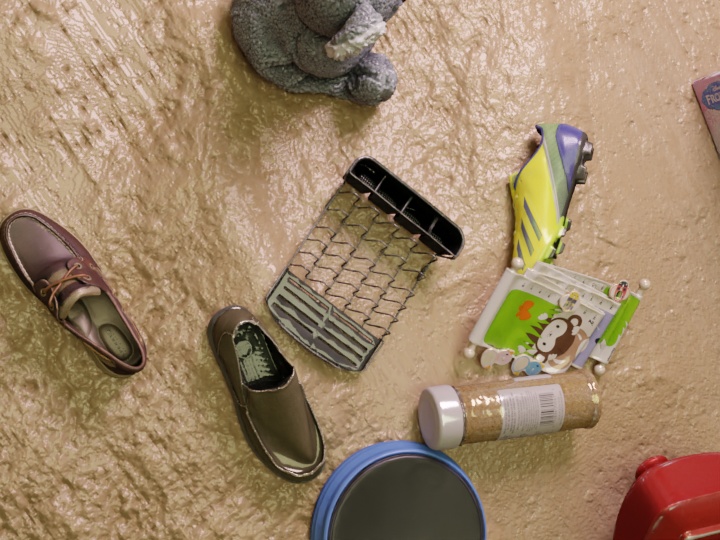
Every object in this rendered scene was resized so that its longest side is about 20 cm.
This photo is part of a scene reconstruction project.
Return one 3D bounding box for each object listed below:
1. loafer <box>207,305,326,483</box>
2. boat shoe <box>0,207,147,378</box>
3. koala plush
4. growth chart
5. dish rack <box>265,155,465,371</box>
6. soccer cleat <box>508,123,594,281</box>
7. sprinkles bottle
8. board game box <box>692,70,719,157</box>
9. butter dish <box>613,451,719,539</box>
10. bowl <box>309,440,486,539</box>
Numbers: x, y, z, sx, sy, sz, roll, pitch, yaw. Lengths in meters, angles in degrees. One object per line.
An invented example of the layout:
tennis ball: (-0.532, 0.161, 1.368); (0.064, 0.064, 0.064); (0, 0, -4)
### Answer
loafer: (-0.094, 0.130, 1.156); (0.075, 0.070, 0.201); (-32, 97, -17)
boat shoe: (-0.276, 0.021, 1.099); (0.072, 0.072, 0.201); (-37, 99, -16)
koala plush: (-0.026, -0.266, 1.129); (0.182, 0.200, 0.179); (-2, 88, -18)
growth chart: (0.218, 0.058, 1.265); (0.198, 0.018, 0.146); (11, 110, -24)
dish rack: (0.000, 0.000, 1.203); (0.153, 0.054, 0.201); (37, 77, -13)
soccer cleat: (0.200, -0.070, 1.279); (0.083, 0.065, 0.202); (19, 86, 15)
sprinkles bottle: (0.165, 0.152, 1.243); (0.198, 0.068, 0.069); (-4, 89, -19)
board game box: (0.486, -0.149, 1.296); (0.041, 0.200, 0.201); (-24, 94, -17)
butter dish: (0.362, 0.272, 1.271); (0.198, 0.148, 0.201); (-8, 130, -20)
bowl: (0.045, 0.285, 1.212); (0.199, 0.039, 0.203); (1, 88, -19)
